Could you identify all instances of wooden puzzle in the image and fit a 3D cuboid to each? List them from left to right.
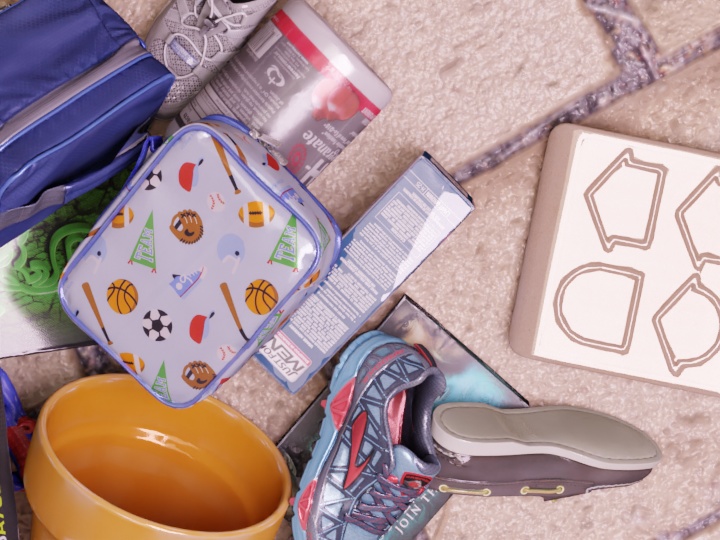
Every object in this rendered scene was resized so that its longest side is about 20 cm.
[{"bbox_3d":[0.229,-0.007,1.437,0.198,0.046,0.187,12,96,6],"label":"wooden puzzle"}]

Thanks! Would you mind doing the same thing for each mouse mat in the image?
[{"bbox_3d":[-0.251,-0.016,1.423,0.198,0.008,0.162,-8,95,-22],"label":"mouse mat"}]

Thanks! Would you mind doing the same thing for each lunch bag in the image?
[{"bbox_3d":[-0.232,-0.113,1.354,0.200,0.136,0.132,-38,84,-32],"label":"lunch bag"},{"bbox_3d":[-0.118,-0.012,1.335,0.160,0.076,0.200,44,109,4],"label":"lunch bag"}]

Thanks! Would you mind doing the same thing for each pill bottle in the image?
[{"bbox_3d":[-0.080,-0.103,1.407,0.111,0.111,0.200,45,96,-2],"label":"pill bottle"}]

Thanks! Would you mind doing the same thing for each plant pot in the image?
[{"bbox_3d":[-0.174,0.211,1.409,0.199,0.200,0.184,22,115,0],"label":"plant pot"}]

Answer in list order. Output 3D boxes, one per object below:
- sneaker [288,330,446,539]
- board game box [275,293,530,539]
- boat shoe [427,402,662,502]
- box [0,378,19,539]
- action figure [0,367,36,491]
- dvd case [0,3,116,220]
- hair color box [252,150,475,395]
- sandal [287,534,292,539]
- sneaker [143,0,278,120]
[{"bbox_3d":[0.010,0.150,1.362,0.095,0.079,0.202,14,94,43],"label":"sneaker"},{"bbox_3d":[0.021,0.137,1.466,0.135,0.028,0.200,40,96,-2],"label":"board game box"},{"bbox_3d":[0.139,0.146,1.429,0.200,0.072,0.061,8,118,-21],"label":"boat shoe"},{"bbox_3d":[-0.339,0.174,1.422,0.199,0.047,0.195,0,96,45],"label":"box"},{"bbox_3d":[-0.291,0.116,1.448,0.065,0.099,0.201,-34,95,7],"label":"action figure"},{"bbox_3d":[-0.291,-0.090,1.463,0.145,0.022,0.201,-29,95,5],"label":"dvd case"},{"bbox_3d":[0.000,0.000,1.418,0.061,0.100,0.200,44,97,-1],"label":"hair color box"},{"bbox_3d":[-0.058,0.276,1.472,0.082,0.050,0.203,22,114,-21],"label":"sandal"},{"bbox_3d":[-0.112,-0.203,1.412,0.075,0.082,0.200,37,98,-1],"label":"sneaker"}]
